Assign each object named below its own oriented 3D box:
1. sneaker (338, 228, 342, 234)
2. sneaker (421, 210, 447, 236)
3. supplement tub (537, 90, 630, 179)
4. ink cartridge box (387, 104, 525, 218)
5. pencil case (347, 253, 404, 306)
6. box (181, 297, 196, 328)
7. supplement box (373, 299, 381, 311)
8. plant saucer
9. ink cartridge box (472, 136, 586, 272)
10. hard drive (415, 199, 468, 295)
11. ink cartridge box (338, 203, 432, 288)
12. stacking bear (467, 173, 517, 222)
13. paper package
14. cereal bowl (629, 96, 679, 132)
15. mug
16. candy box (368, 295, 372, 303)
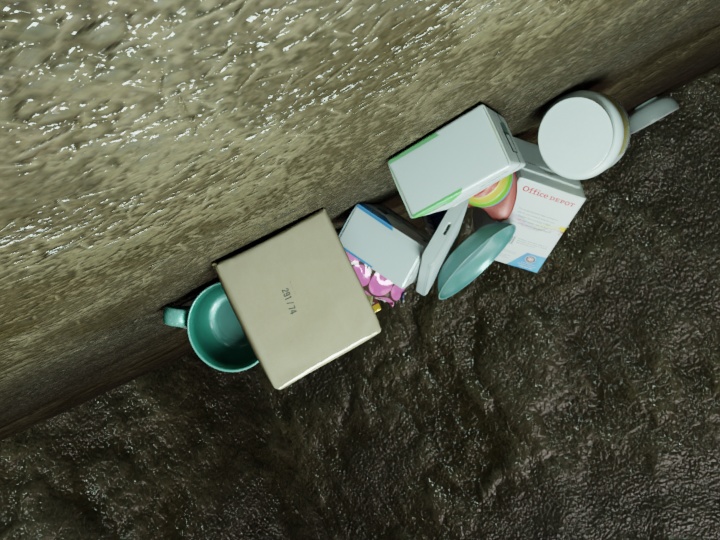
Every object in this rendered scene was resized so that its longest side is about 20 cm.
[{"bbox_3d":[-0.049,-0.032,1.338,0.196,0.090,0.076,-26,180,13],"label":"sneaker"},{"bbox_3d":[0.148,-0.122,1.228,0.079,0.118,0.199,-27,179,12],"label":"sneaker"},{"bbox_3d":[0.392,-0.238,1.122,0.142,0.148,0.199,-27,178,30],"label":"supplement tub"},{"bbox_3d":[0.138,-0.146,0.876,0.143,0.086,0.199,-28,179,21],"label":"ink cartridge box"},{"bbox_3d":[0.000,0.000,1.279,0.091,0.195,0.095,-101,-146,-63],"label":"pencil case"},{"bbox_3d":[-0.266,0.054,1.272,0.196,0.042,0.156,-29,178,-10],"label":"box"},{"bbox_3d":[-0.044,0.041,1.685,0.130,0.202,0.200,-26,178,0],"label":"supplement box"},{"bbox_3d":[0.214,-0.026,1.224,0.198,0.036,0.201,-37,161,-15],"label":"plant saucer"},{"bbox_3d":[0.337,-0.133,1.308,0.148,0.142,0.203,-85,-166,-48],"label":"ink cartridge box"},{"bbox_3d":[0.142,-0.040,1.134,0.134,0.026,0.201,-59,170,-13],"label":"hard drive"},{"bbox_3d":[0.055,-0.050,1.166,0.087,0.144,0.200,-59,171,13],"label":"ink cartridge box"},{"bbox_3d":[0.209,-0.165,1.119,0.117,0.119,0.199,-67,159,7],"label":"stacking bear"},{"bbox_3d":[-0.093,0.043,0.955,0.187,0.204,0.103,-27,179,-10],"label":"paper package"},{"bbox_3d":[1.141,-0.623,2.513,0.196,0.085,0.200,-28,179,-1],"label":"cereal bowl"},{"bbox_3d":[-0.234,0.081,1.128,0.153,0.184,0.114,-49,-175,-2],"label":"mug"},{"bbox_3d":[-0.084,0.067,1.322,0.117,0.195,0.056,-62,-171,24],"label":"candy box"}]
